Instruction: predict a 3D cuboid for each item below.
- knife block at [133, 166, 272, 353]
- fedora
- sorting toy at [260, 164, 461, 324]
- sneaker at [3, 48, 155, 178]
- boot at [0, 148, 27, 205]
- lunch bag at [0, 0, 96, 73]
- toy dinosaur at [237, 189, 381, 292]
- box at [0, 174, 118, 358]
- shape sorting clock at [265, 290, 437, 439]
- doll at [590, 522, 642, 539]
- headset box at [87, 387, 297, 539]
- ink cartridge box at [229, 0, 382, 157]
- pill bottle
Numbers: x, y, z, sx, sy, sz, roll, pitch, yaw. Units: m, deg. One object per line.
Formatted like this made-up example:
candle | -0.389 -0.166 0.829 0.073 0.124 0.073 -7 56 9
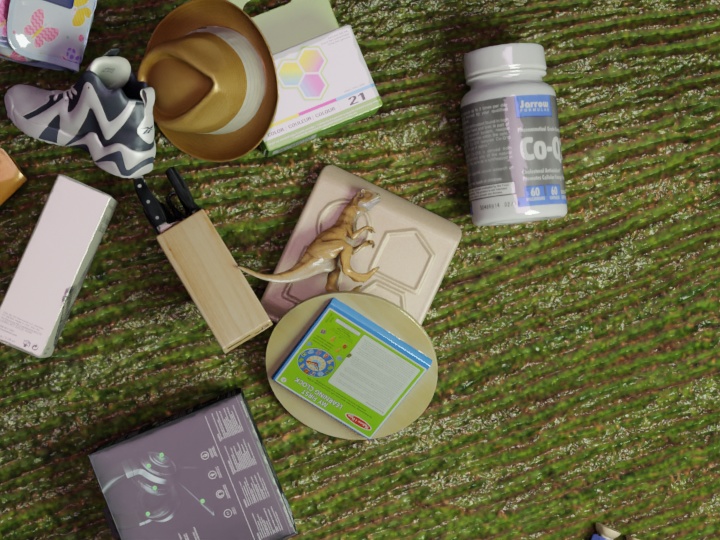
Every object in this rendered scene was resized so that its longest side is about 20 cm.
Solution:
knife block | -0.186 -0.023 1.519 0.064 0.200 0.176 -32 121 -5
fedora | -0.186 -0.210 1.520 0.200 0.082 0.201 10 107 32
sorting toy | 0.000 0.000 1.603 0.185 0.036 0.201 25 82 -4
sneaker | -0.308 -0.200 1.516 0.199 0.079 0.130 30 120 24
boot | -0.441 -0.063 1.544 0.144 0.071 0.202 -30 86 -2
lunch bag | -0.397 -0.328 1.533 0.199 0.127 0.170 15 89 -11
toy dinosaur | -0.042 -0.013 1.551 0.106 0.060 0.200 46 60 4
box | -0.349 -0.004 1.547 0.068 0.082 0.201 24 88 -3
shape sorting clock | -0.010 0.110 1.556 0.199 0.039 0.201 2 116 4
doll | 0.286 0.409 1.604 0.136 0.048 0.201 21 86 -3
headset box | -0.196 0.253 1.545 0.199 0.093 0.175 -23 91 -5
ink cartridge box | -0.081 -0.253 1.579 0.147 0.076 0.201 -23 91 -5
pill bottle | 0.176 -0.157 1.580 0.113 0.114 0.201 -6 89 -5
